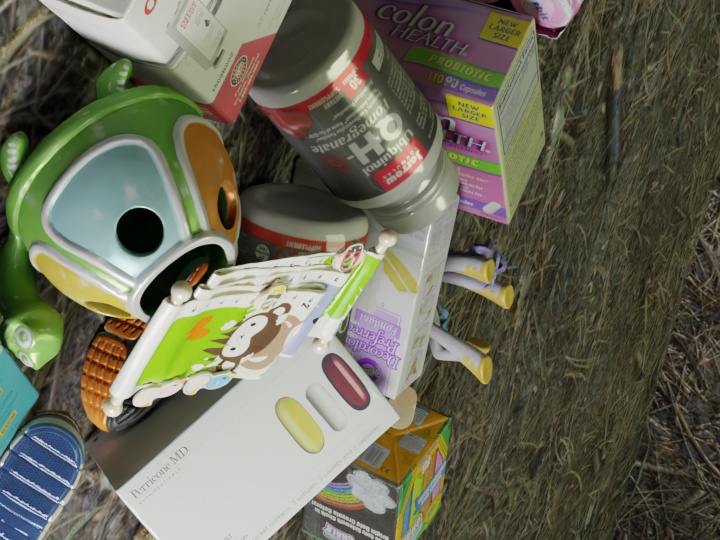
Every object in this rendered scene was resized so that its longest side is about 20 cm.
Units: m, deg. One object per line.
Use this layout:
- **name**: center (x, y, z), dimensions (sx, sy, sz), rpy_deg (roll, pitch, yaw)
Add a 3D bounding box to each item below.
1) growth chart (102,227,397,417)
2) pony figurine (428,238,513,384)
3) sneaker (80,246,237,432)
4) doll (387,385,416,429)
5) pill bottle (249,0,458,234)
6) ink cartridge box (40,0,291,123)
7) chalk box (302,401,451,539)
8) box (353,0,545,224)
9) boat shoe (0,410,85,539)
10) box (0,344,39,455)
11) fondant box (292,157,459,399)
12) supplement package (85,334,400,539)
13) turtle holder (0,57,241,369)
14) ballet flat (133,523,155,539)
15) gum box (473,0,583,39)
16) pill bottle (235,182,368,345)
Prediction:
- **growth chart**: center (-0.076, 0.037, 1.132), dimensions (0.199, 0.018, 0.145), rpy_deg (-14, 145, -38)
- **pony figurine**: center (0.051, 0.009, 1.664), dimensions (0.166, 0.198, 0.195), rpy_deg (-20, 115, -55)
- **sneaker**: center (-0.147, 0.044, 1.316), dimensions (0.201, 0.075, 0.092), rpy_deg (-60, 163, -15)
- **doll**: center (-0.006, 0.117, 1.678), dimensions (0.200, 0.135, 0.049), rpy_deg (-168, -85, -78)
- **pill bottle**: center (-0.001, -0.121, 1.350), dimensions (0.200, 0.110, 0.111), rpy_deg (48, 64, -40)
- **ink cartridge box**: center (-0.121, -0.202, 1.098), dimensions (0.148, 0.082, 0.200), rpy_deg (-65, 160, -5)
- **chalk box**: center (0.016, 0.245, 1.875), dimensions (0.124, 0.124, 0.201), rpy_deg (-48, 154, -41)
- **box**: center (0.064, -0.152, 1.482), dimensions (0.201, 0.174, 0.097), rpy_deg (74, 38, -60)
- **boat shoe**: center (-0.256, 0.185, 1.170), dimensions (0.200, 0.072, 0.072), rpy_deg (-50, -169, 6)
- **box**: center (-0.271, 0.062, 1.045), dimensions (0.083, 0.049, 0.200), rpy_deg (-60, 159, -20)
- **fondant box**: center (0.000, 0.000, 1.535), dimensions (0.058, 0.143, 0.202), rpy_deg (-40, 147, -52)
- **supplement package**: center (-0.095, 0.124, 1.289), dimensions (0.200, 0.111, 0.156), rpy_deg (-42, -163, -9)
- **turtle holder**: center (-0.163, -0.031, 1.080), dimensions (0.184, 0.132, 0.141), rpy_deg (-28, 153, -19)
- **ballet flat**: center (-0.139, 0.213, 1.418), dimensions (0.070, 0.199, 0.066), rpy_deg (25, 70, -29)
- **gum box**: center (0.117, -0.285, 1.446), dimensions (0.114, 0.198, 0.066), rpy_deg (-56, 157, -31)
- **pill bottle**: center (-0.065, 0.036, 1.432), dimensions (0.116, 0.115, 0.202), rpy_deg (-26, 131, -61)
